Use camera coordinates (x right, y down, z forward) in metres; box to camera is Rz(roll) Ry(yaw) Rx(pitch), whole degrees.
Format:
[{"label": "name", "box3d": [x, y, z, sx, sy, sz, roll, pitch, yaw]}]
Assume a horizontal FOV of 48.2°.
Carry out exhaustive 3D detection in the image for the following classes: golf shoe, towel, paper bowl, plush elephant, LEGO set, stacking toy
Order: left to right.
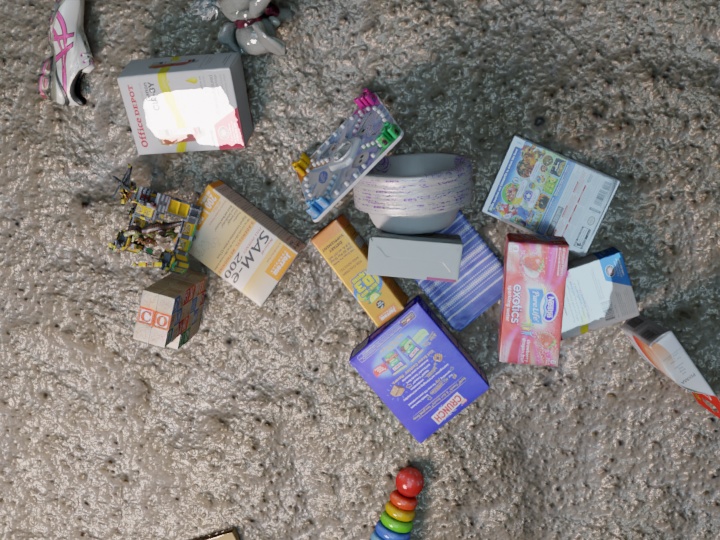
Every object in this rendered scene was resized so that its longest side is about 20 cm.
[{"label": "golf shoe", "box3d": [-0.504, -0.390, 1.415, 0.091, 0.073, 0.202, 18, 112, -3]}, {"label": "LEGO set", "box3d": [-0.376, -0.082, 1.386, 0.199, 0.115, 0.155, 30, 98, 36]}, {"label": "plush elephant", "box3d": [-0.172, -0.433, 1.334, 0.164, 0.156, 0.201, 24, 66, 40]}, {"label": "stacking toy", "box3d": [0.067, 0.466, 1.515, 0.084, 0.085, 0.203, 17, 96, 3]}, {"label": "paper bowl", "box3d": [0.086, -0.126, 1.327, 0.197, 0.201, 0.106, -1, 109, 7]}, {"label": "towel", "box3d": [0.164, -0.007, 1.434, 0.144, 0.024, 0.201, -39, 94, 11]}]

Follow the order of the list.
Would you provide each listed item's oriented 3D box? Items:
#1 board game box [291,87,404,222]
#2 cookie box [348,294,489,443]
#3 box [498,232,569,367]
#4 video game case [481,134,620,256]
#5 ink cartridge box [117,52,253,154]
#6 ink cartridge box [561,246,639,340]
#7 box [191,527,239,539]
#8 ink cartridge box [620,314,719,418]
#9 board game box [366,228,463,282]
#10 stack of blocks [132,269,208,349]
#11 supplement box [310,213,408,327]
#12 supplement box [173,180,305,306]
[{"label": "board game box", "box3d": [-0.030, -0.198, 1.333, 0.200, 0.201, 0.026, -44, 120, 13]}, {"label": "cookie box", "box3d": [0.105, 0.178, 1.450, 0.171, 0.075, 0.201, -40, 94, 12]}, {"label": "box", "box3d": [0.284, 0.047, 1.326, 0.101, 0.095, 0.203, 5, 102, 7]}, {"label": "video game case", "box3d": [0.328, -0.129, 1.394, 0.198, 0.018, 0.145, 23, 103, 1]}, {"label": "ink cartridge box", "box3d": [-0.297, -0.285, 1.380, 0.197, 0.084, 0.147, -3, 123, 8]}, {"label": "ink cartridge box", "box3d": [0.367, 0.048, 1.398, 0.197, 0.067, 0.118, -18, 97, 10]}, {"label": "box", "box3d": [-0.290, 0.628, 1.612, 0.161, 0.021, 0.203, -18, 98, 10]}, {"label": "ink cartridge box", "box3d": [0.530, 0.177, 1.356, 0.050, 0.162, 0.201, -33, 95, 5]}, {"label": "board game box", "box3d": [0.092, -0.029, 1.329, 0.145, 0.200, 0.065, 6, 99, 6]}, {"label": "stack of blocks", "box3d": [-0.332, 0.074, 1.416, 0.058, 0.200, 0.117, 15, 102, 3]}, {"label": "supplement box", "box3d": [0.000, 0.000, 1.433, 0.066, 0.069, 0.201, -37, 97, 14]}, {"label": "supplement box", "box3d": [-0.216, -0.049, 1.443, 0.199, 0.074, 0.127, 36, 104, -2]}]
